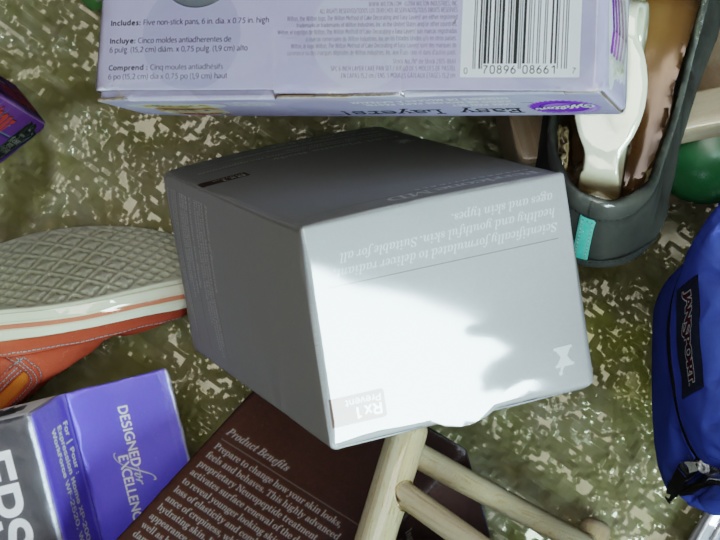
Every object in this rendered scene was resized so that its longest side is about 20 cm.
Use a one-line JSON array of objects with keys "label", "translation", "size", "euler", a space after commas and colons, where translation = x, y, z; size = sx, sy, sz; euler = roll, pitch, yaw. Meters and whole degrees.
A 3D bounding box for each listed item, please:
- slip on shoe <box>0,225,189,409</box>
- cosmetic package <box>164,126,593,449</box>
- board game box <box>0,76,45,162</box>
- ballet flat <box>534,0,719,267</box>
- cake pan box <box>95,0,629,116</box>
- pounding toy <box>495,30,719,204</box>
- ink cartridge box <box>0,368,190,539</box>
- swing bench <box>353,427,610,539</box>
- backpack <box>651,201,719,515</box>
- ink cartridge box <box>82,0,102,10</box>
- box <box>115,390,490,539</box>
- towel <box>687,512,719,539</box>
[{"label": "slip on shoe", "translation": [-0.158, 0.031, 0.899], "size": [0.198, 0.074, 0.062], "euler": [-19, 122, -5]}, {"label": "cosmetic package", "translation": [0.000, 0.000, 0.796], "size": [0.106, 0.200, 0.091], "euler": [-13, 100, -19]}, {"label": "board game box", "translation": [-0.199, -0.042, 0.832], "size": [0.120, 0.200, 0.032], "euler": [-43, 87, 1]}, {"label": "ballet flat", "translation": [0.106, -0.101, 0.760], "size": [0.067, 0.068, 0.202], "euler": [7, 77, 9]}, {"label": "cake pan box", "translation": [0.007, -0.149, 0.731], "size": [0.198, 0.052, 0.186], "euler": [0, 86, 18]}, {"label": "pounding toy", "translation": [0.118, -0.089, 0.865], "size": [0.182, 0.142, 0.202], "euler": [-11, 75, 2]}, {"label": "ink cartridge box", "translation": [-0.155, 0.160, 0.875], "size": [0.198, 0.043, 0.200], "euler": [-14, 100, 1]}, {"label": "swing bench", "translation": [0.050, 0.191, 0.791], "size": [0.129, 0.199, 0.201], "euler": [32, 89, 35]}, {"label": "backpack", "translation": [0.204, 0.034, 0.783], "size": [0.166, 0.200, 0.164], "euler": [-3, 74, -7]}, {"label": "ink cartridge box", "translation": [-0.052, -0.198, 0.860], "size": [0.198, 0.145, 0.085], "euler": [-23, 84, 2]}, {"label": "box", "translation": [-0.048, 0.138, 0.827], "size": [0.100, 0.075, 0.200], "euler": [28, 65, 33]}, {"label": "towel", "translation": [0.232, 0.154, 0.886], "size": [0.199, 0.024, 0.148], "euler": [32, 90, 4]}]
